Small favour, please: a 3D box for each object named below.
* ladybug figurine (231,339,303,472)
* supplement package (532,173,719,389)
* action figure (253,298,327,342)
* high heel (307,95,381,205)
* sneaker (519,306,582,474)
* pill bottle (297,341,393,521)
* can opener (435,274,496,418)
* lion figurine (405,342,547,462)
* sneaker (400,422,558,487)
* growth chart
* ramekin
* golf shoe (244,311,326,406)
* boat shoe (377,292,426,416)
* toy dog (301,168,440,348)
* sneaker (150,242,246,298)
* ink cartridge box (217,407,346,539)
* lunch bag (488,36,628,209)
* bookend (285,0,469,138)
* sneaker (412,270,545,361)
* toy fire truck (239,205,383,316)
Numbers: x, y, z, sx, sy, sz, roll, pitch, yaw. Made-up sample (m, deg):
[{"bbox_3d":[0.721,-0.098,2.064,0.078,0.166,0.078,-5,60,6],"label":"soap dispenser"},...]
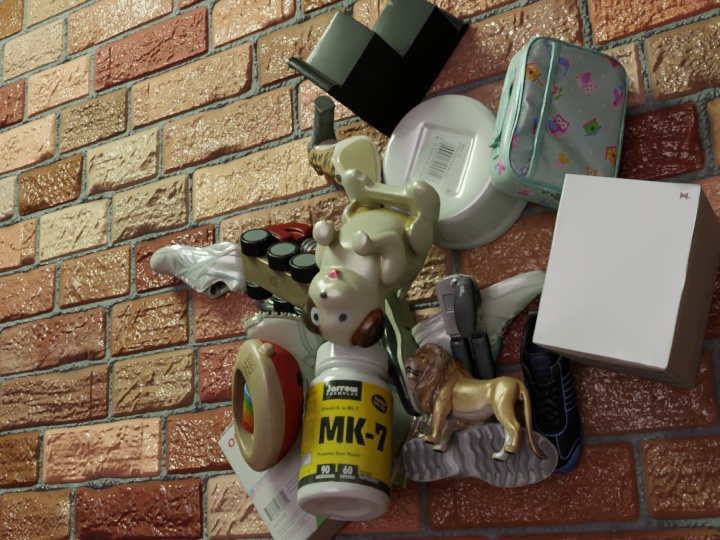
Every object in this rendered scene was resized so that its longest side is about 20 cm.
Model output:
[{"bbox_3d":[-0.116,0.168,1.110,0.202,0.071,0.136,102,149,-41],"label":"ladybug figurine"},{"bbox_3d":[0.306,0.016,0.981,0.145,0.199,0.194,10,83,31],"label":"supplement package"},{"bbox_3d":[-0.073,0.084,1.277,0.197,0.055,0.120,9,81,27],"label":"action figure"},{"bbox_3d":[-0.020,-0.134,1.254,0.070,0.143,0.202,-18,59,-16],"label":"high heel"},{"bbox_3d":[0.227,0.145,1.069,0.069,0.078,0.203,-10,74,26],"label":"sneaker"},{"bbox_3d":[-0.016,0.196,1.088,0.113,0.114,0.203,-14,55,27],"label":"pill bottle"},{"bbox_3d":[0.135,0.099,1.092,0.052,0.067,0.203,-8,111,18],"label":"can opener"},{"bbox_3d":[0.136,0.153,1.027,0.197,0.072,0.124,4,66,33],"label":"lion figurine"},{"bbox_3d":[0.151,0.222,1.085,0.197,0.082,0.076,-4,87,29],"label":"sneaker"},{"bbox_3d":[0.032,0.229,1.200,0.144,0.018,0.202,33,96,31],"label":"growth chart"},{"bbox_3d":[0.125,-0.137,1.182,0.198,0.097,0.204,-8,75,29],"label":"ramekin"},{"bbox_3d":[-0.074,0.129,1.174,0.078,0.199,0.098,-32,37,41],"label":"golf shoe"},{"bbox_3d":[0.047,0.111,1.189,0.067,0.071,0.202,-35,57,26],"label":"boat shoe"},{"bbox_3d":[0.000,0.000,1.101,0.138,0.195,0.201,19,56,20],"label":"toy dog"},{"bbox_3d":[-0.258,0.001,1.392,0.198,0.070,0.082,-2,80,29],"label":"sneaker"},{"bbox_3d":[-0.087,0.264,1.205,0.146,0.087,0.201,-48,62,17],"label":"ink cartridge box"},{"bbox_3d":[0.243,-0.178,1.084,0.077,0.158,0.203,160,123,-71],"label":"lunch bag"},{"bbox_3d":[0.028,-0.315,1.219,0.092,0.199,0.200,38,99,30],"label":"bookend"},{"bbox_3d":[0.166,0.071,1.136,0.199,0.075,0.089,-32,77,27],"label":"sneaker"},{"bbox_3d":[-0.055,-0.034,1.265,0.175,0.199,0.130,24,129,41],"label":"toy fire truck"}]
